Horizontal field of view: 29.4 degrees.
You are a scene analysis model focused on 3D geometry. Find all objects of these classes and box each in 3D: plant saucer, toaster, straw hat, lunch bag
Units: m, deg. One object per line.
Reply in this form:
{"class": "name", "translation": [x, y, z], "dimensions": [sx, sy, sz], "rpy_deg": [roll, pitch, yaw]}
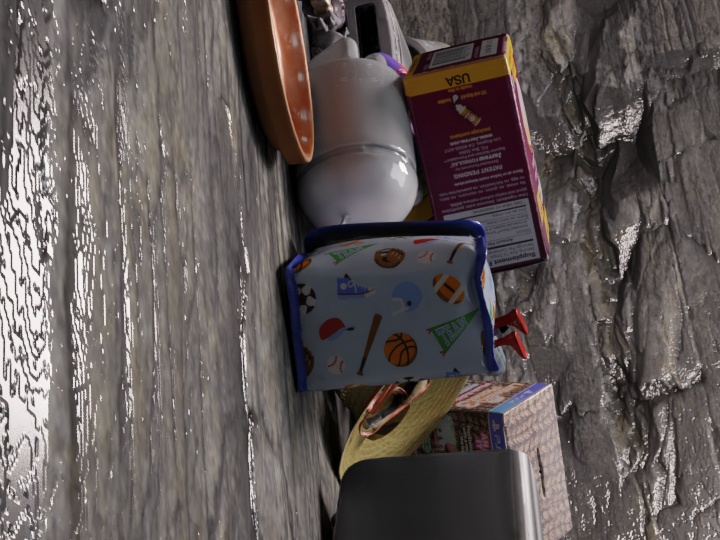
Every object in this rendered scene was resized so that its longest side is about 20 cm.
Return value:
{"class": "plant saucer", "translation": [-0.071, -0.186, 1.119], "dimensions": [0.200, 0.032, 0.204], "rpy_deg": [-9, 90, -85]}
{"class": "toaster", "translation": [0.005, -0.234, 1.613], "dimensions": [0.129, 0.112, 0.203], "rpy_deg": [65, 19, -64]}
{"class": "toaster", "translation": [0.077, 0.249, 1.159], "dimensions": [0.182, 0.197, 0.120], "rpy_deg": [74, 13, -50]}
{"class": "straw hat", "translation": [0.018, 0.105, 1.295], "dimensions": [0.085, 0.201, 0.202], "rpy_deg": [38, -14, 23]}
{"class": "lunch bag", "translation": [0.030, 0.022, 1.159], "dimensions": [0.200, 0.167, 0.126], "rpy_deg": [-50, 136, -82]}

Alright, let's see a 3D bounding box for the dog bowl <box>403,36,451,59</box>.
{"class": "dog bowl", "translation": [0.049, -0.198, 1.716], "dimensions": [0.058, 0.199, 0.203], "rpy_deg": [17, 56, -39]}

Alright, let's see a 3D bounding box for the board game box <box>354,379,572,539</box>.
{"class": "board game box", "translation": [0.105, 0.204, 1.441], "dimensions": [0.096, 0.198, 0.162], "rpy_deg": [-22, 107, -48]}

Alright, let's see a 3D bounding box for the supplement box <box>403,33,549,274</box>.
{"class": "supplement box", "translation": [0.115, -0.111, 1.324], "dimensions": [0.131, 0.102, 0.203], "rpy_deg": [-71, 149, -70]}

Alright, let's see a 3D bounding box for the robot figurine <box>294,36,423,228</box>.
{"class": "robot figurine", "translation": [-0.007, -0.113, 1.264], "dimensions": [0.168, 0.112, 0.203], "rpy_deg": [17, 55, -38]}

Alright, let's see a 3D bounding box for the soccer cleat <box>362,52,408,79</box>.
{"class": "soccer cleat", "translation": [0.073, -0.173, 1.467], "dimensions": [0.201, 0.068, 0.074], "rpy_deg": [52, -35, 21]}

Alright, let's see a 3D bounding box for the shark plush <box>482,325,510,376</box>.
{"class": "shark plush", "translation": [0.122, 0.043, 1.430], "dimensions": [0.201, 0.082, 0.091], "rpy_deg": [97, 18, -48]}

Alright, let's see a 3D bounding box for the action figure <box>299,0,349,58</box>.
{"class": "action figure", "translation": [-0.048, -0.313, 1.426], "dimensions": [0.130, 0.068, 0.203], "rpy_deg": [122, -36, -87]}

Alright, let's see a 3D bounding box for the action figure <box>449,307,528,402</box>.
{"class": "action figure", "translation": [0.074, 0.097, 1.390], "dimensions": [0.052, 0.198, 0.066], "rpy_deg": [59, 24, -33]}

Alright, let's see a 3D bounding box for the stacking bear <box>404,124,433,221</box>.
{"class": "stacking bear", "translation": [0.040, -0.072, 1.424], "dimensions": [0.202, 0.120, 0.114], "rpy_deg": [63, 17, -17]}
